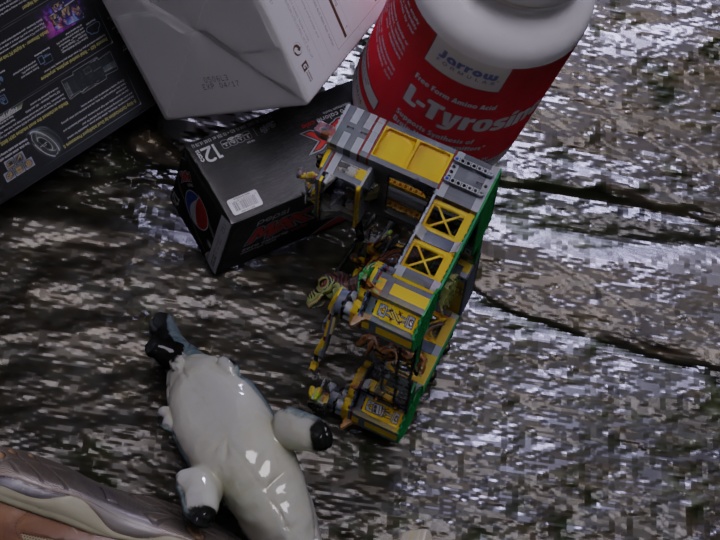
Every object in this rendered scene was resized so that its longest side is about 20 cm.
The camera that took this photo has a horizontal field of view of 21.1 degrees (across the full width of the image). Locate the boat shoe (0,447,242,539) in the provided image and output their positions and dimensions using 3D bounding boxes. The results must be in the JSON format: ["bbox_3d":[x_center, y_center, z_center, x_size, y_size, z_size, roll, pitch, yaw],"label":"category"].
[{"bbox_3d":[-0.131,0.165,1.085,0.199,0.076,0.072,23,92,-10],"label":"boat shoe"}]

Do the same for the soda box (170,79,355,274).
[{"bbox_3d":[-0.018,-0.072,1.233,0.199,0.071,0.064,-23,69,-24],"label":"soda box"}]

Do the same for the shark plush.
[{"bbox_3d":[-0.086,0.099,1.117,0.091,0.083,0.200,-42,51,-13],"label":"shark plush"}]

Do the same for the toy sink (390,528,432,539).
[{"bbox_3d":[-0.005,0.211,0.985,0.199,0.113,0.130,-8,19,14],"label":"toy sink"}]

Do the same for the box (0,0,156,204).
[{"bbox_3d":[-0.192,-0.159,1.203,0.200,0.043,0.161,-37,116,-27],"label":"box"}]

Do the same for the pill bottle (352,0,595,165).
[{"bbox_3d":[0.071,-0.147,1.139,0.111,0.200,0.113,7,62,-13],"label":"pill bottle"}]

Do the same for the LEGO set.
[{"bbox_3d":[0.000,0.000,1.135,0.115,0.200,0.154,24,72,9],"label":"LEGO set"}]

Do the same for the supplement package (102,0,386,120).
[{"bbox_3d":[-0.054,-0.203,1.203,0.121,0.120,0.200,-3,37,36],"label":"supplement package"}]
